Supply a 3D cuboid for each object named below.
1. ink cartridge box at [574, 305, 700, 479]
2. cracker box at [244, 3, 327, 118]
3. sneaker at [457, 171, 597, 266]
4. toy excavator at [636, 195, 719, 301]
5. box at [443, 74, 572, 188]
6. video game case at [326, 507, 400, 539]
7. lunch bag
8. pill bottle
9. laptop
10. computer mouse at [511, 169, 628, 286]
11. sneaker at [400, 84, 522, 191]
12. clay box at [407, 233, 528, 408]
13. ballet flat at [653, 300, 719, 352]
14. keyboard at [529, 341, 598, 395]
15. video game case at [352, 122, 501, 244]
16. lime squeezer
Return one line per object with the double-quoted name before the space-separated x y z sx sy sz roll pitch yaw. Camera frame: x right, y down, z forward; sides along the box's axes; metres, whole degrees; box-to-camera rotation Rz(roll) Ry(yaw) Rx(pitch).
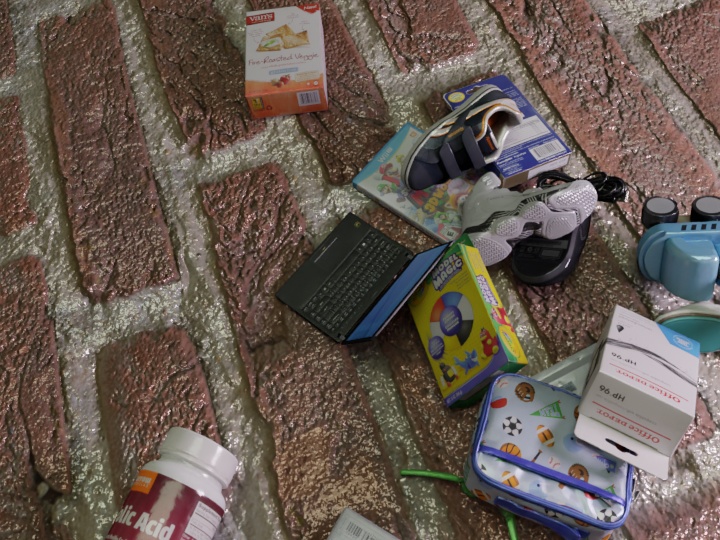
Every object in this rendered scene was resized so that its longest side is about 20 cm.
"ink cartridge box" 0.325 0.135 0.937 0.114 0.069 0.200 24 34 12
"cracker box" -0.126 -0.357 1.361 0.130 0.058 0.204 -7 57 2
"sneaker" 0.218 -0.092 1.099 0.197 0.075 0.117 -26 42 20
"toy excavator" 0.452 0.003 1.008 0.189 0.102 0.202 -1 39 9
"box" 0.220 -0.217 1.237 0.119 0.033 0.202 -20 56 -12
"video game case" 0.019 0.398 0.903 0.197 0.022 0.184 26 65 20
"lunch bag" 0.224 0.220 0.933 0.196 0.076 0.162 19 53 7
"pill bottle" -0.227 0.297 0.939 0.112 0.115 0.203 16 62 16
"laptop" 0.000 0.000 1.100 0.198 0.104 0.178 33 67 24
"computer mouse" 0.280 -0.050 1.118 0.136 0.053 0.202 12 59 39
"sneaker" 0.147 -0.182 1.164 0.200 0.079 0.080 -44 49 0
"clay box" 0.127 0.060 1.040 0.115 0.047 0.203 -43 54 33
"ballet flat" 0.467 0.067 1.031 0.194 0.070 0.071 2 58 4
"keyboard" 0.261 0.146 1.034 0.196 0.011 0.057 -26 64 -8
"video game case" 0.105 -0.131 1.217 0.198 0.018 0.143 34 69 24
"lime squeezer" 0.141 0.278 0.960 0.199 0.038 0.071 37 100 24
